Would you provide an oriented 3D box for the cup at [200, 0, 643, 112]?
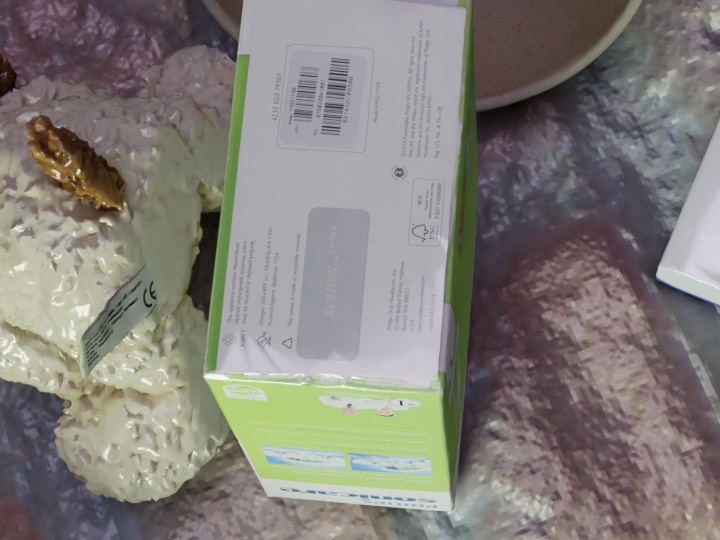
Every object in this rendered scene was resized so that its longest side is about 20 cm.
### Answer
[{"bbox_3d":[0.029,-0.187,0.855,0.199,0.201,0.144,5,46,6],"label":"cup"}]

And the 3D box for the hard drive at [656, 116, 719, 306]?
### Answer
[{"bbox_3d":[0.225,-0.063,0.871,0.131,0.025,0.201,22,76,10],"label":"hard drive"}]

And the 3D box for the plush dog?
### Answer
[{"bbox_3d":[-0.146,-0.015,0.835,0.171,0.160,0.201,-1,71,28],"label":"plush dog"}]

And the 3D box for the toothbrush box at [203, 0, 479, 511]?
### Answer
[{"bbox_3d":[0.000,0.000,0.777,0.085,0.200,0.147,3,73,6],"label":"toothbrush box"}]
